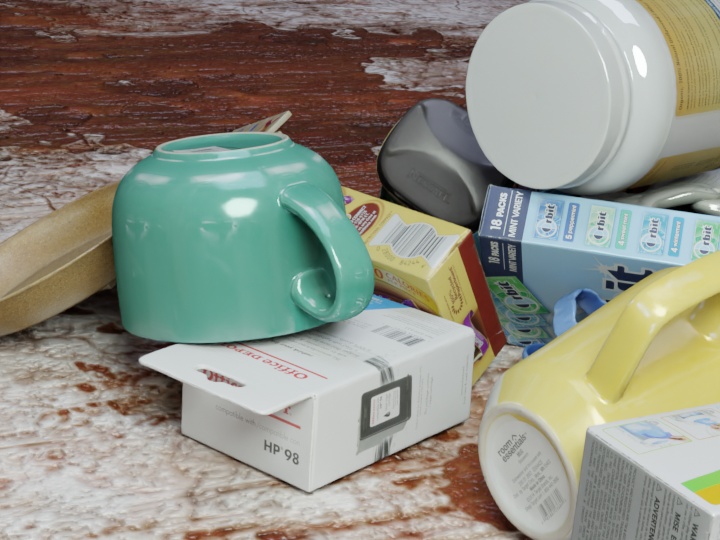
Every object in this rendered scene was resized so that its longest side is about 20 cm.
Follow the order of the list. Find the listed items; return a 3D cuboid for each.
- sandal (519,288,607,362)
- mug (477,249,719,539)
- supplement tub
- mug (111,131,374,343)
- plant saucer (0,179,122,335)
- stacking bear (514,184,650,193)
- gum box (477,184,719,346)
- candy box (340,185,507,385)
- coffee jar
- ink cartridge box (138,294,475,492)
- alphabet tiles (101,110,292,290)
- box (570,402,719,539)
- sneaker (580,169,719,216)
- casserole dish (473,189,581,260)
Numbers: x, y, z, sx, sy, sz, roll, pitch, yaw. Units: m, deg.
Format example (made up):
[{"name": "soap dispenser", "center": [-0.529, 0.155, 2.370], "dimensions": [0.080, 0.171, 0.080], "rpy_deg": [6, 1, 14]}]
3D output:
[{"name": "sandal", "center": [0.192, 0.070, 1.099], "dimensions": [0.200, 0.087, 0.079], "rpy_deg": [15, 21, 22]}, {"name": "mug", "center": [0.149, 0.074, 0.961], "dimensions": [0.153, 0.187, 0.149], "rpy_deg": [-20, 23, -32]}, {"name": "supplement tub", "center": [0.183, -0.129, 1.151], "dimensions": [0.200, 0.145, 0.145], "rpy_deg": [-13, 26, -44]}, {"name": "mug", "center": [-0.069, -0.028, 1.077], "dimensions": [0.185, 0.115, 0.152], "rpy_deg": [-2, 12, 15]}, {"name": "plant saucer", "center": [-0.215, -0.006, 1.192], "dimensions": [0.200, 0.035, 0.200], "rpy_deg": [-26, 17, 8]}, {"name": "stacking bear", "center": [0.224, -0.061, 1.440], "dimensions": [0.200, 0.122, 0.114], "rpy_deg": [26, 27, 30]}, {"name": "gum box", "center": [0.187, 0.012, 1.161], "dimensions": [0.200, 0.170, 0.045], "rpy_deg": [8, 65, 11]}, {"name": "candy box", "center": [0.000, 0.000, 1.190], "dimensions": [0.200, 0.117, 0.056], "rpy_deg": [19, 56, 35]}, {"name": "coffee jar", "center": [0.067, -0.069, 1.319], "dimensions": [0.104, 0.085, 0.200], "rpy_deg": [34, -6, 5]}, {"name": "ink cartridge box", "center": [-0.033, 0.076, 1.059], "dimensions": [0.116, 0.067, 0.200], "rpy_deg": [19, 25, 38]}, {"name": "alphabet tiles", "center": [-0.139, -0.050, 1.264], "dimensions": [0.200, 0.006, 0.166], "rpy_deg": [-46, 18, -24]}, {"name": "box", "center": [0.220, 0.136, 0.884], "dimensions": [0.200, 0.113, 0.101], "rpy_deg": [-6, 23, -30]}, {"name": "sneaker", "center": [0.249, -0.037, 1.230], "dimensions": [0.200, 0.078, 0.099], "rpy_deg": [-24, 19, -36]}, {"name": "casserole dish", "center": [0.147, -0.031, 1.314], "dimensions": [0.121, 0.039, 0.200], "rpy_deg": [-30, -7, 9]}]
